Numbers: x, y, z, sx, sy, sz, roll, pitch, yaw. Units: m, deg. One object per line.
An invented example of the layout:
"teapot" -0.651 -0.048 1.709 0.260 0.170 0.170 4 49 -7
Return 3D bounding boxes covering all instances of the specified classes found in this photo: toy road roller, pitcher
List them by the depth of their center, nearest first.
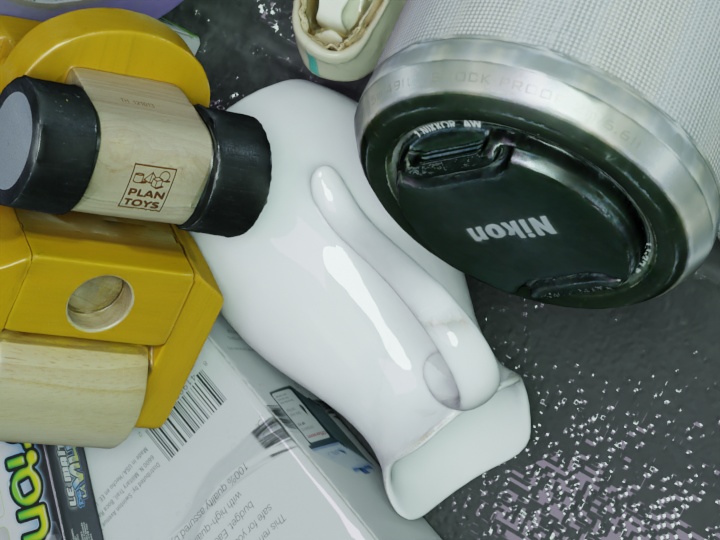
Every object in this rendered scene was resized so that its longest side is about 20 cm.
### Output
"toy road roller" -0.138 -0.030 1.067 0.201 0.122 0.146 -65 36 27
"pitcher" 0.000 0.000 1.078 0.121 0.172 0.201 -30 72 -16

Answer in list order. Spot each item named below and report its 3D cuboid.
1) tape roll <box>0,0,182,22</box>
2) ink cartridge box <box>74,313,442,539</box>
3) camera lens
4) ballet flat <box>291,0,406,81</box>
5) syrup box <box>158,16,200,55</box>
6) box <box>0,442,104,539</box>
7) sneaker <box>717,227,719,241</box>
"tape roll" -0.143 -0.203 1.079 0.200 0.200 0.085 -46 56 14
"ink cartridge box" -0.071 0.125 1.141 0.147 0.086 0.200 -47 70 14
"camera lens" 0.098 -0.097 0.988 0.159 0.160 0.201 11 60 24
"ballet flat" 0.017 -0.184 1.061 0.069 0.069 0.201 22 95 24
"syrup box" -0.194 -0.137 1.223 0.199 0.079 0.082 32 99 23
"box" -0.185 0.115 1.133 0.109 0.035 0.201 -18 79 25
"sneaker" 0.247 -0.048 1.030 0.199 0.075 0.100 -12 87 31
